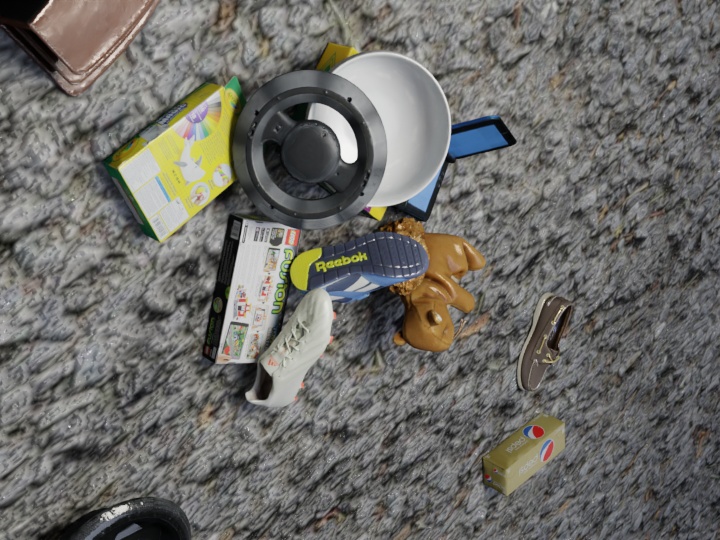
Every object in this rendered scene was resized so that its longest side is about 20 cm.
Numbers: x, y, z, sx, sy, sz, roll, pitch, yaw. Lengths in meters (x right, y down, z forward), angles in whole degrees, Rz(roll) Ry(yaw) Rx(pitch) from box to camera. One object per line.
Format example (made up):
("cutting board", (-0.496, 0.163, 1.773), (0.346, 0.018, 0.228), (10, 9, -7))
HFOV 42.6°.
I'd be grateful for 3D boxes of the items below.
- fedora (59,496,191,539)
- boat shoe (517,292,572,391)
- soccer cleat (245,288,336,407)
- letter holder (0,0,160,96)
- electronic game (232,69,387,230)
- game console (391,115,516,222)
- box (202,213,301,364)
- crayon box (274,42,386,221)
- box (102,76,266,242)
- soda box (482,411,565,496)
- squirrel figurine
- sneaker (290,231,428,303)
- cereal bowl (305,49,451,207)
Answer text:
("fedora", (-0.321, 0.365, 1.200), (0.198, 0.091, 0.205), (-19, 118, -40))
("boat shoe", (0.367, 0.148, 1.834), (0.071, 0.059, 0.204), (12, 96, -47))
("soccer cleat", (-0.097, 0.113, 1.285), (0.077, 0.069, 0.202), (2, 125, -41))
("letter holder", (-0.271, -0.295, 1.000), (0.202, 0.100, 0.142), (-56, 137, -14))
("electronic game", (-0.063, -0.150, 1.166), (0.195, 0.042, 0.204), (0, 107, -2))
("game console", (0.145, -0.151, 1.409), (0.174, 0.117, 0.200), (-70, 161, 3))
("box", (-0.149, 0.028, 1.288), (0.109, 0.034, 0.204), (4, 102, -46))
("crayon box", (-0.007, -0.196, 1.331), (0.199, 0.058, 0.175), (34, 79, -45))
("box", (-0.211, -0.145, 1.154), (0.200, 0.048, 0.119), (-42, 130, -23))
("soda box", (0.334, 0.371, 1.882), (0.198, 0.063, 0.069), (-28, 123, -36))
("squirrel figurine", (0.087, 0.025, 1.417), (0.200, 0.140, 0.189), (45, 40, -27))
("sneaker", (0.000, 0.000, 1.321), (0.196, 0.075, 0.083), (-8, 152, 0))
("cereal bowl", (0.019, -0.193, 1.231), (0.196, 0.083, 0.204), (-3, 110, -9))
